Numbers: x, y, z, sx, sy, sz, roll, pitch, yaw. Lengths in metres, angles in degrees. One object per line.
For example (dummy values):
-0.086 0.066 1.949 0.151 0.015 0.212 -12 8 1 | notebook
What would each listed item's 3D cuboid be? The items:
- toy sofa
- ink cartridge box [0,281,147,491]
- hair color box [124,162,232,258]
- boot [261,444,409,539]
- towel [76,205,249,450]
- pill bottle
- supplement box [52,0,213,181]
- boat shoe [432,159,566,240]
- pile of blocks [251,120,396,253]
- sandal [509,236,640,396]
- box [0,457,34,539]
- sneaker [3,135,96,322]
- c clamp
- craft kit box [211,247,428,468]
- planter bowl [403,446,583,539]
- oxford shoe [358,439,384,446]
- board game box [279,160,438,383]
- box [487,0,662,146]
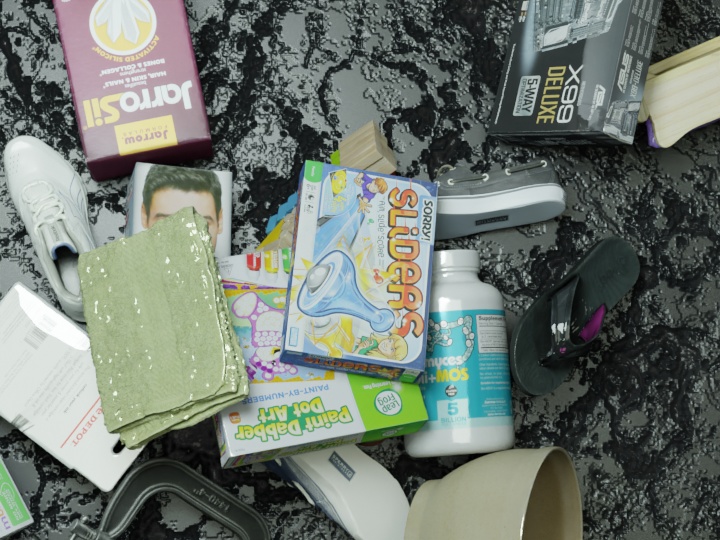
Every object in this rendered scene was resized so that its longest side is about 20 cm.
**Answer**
0.358 -0.200 1.676 0.200 0.083 0.098 -23 95 -5 | toy sofa
-0.292 0.118 1.613 0.200 0.067 0.116 38 82 2 | ink cartridge box
-0.181 -0.001 1.604 0.099 0.061 0.200 5 67 -14 | hair color box
-0.032 0.206 1.620 0.073 0.090 0.200 -49 115 -29 | boot
-0.185 0.052 1.506 0.148 0.036 0.200 -22 70 15 | towel
0.091 0.082 1.615 0.111 0.111 0.200 -4 83 -3 | pill bottle
-0.230 -0.205 1.637 0.131 0.103 0.200 -12 84 -6 | supplement box
0.108 -0.079 1.661 0.200 0.070 0.066 -9 66 -1 | boat shoe
-0.034 -0.059 1.657 0.200 0.082 0.062 -46 119 0 | pile of blocks
0.217 0.040 1.628 0.075 0.048 0.200 45 66 -14 | sandal
-0.442 0.199 1.550 0.176 0.097 0.200 -31 85 18 | box
-0.301 -0.048 1.623 0.074 0.087 0.200 -26 84 -4 | sneaker
-0.192 0.275 1.594 0.200 0.027 0.171 30 83 -22 | c clamp
-0.057 0.074 1.551 0.200 0.049 0.198 -9 72 -20 | craft kit box
0.122 0.266 1.567 0.135 0.200 0.200 2 82 23 | planter bowl
-0.054 0.109 1.622 0.200 0.075 0.071 25 83 0 | oxford shoe
0.000 0.000 1.555 0.135 0.034 0.200 9 65 -10 | board game box
0.220 -0.225 1.639 0.050 0.158 0.200 20 81 -40 | box
